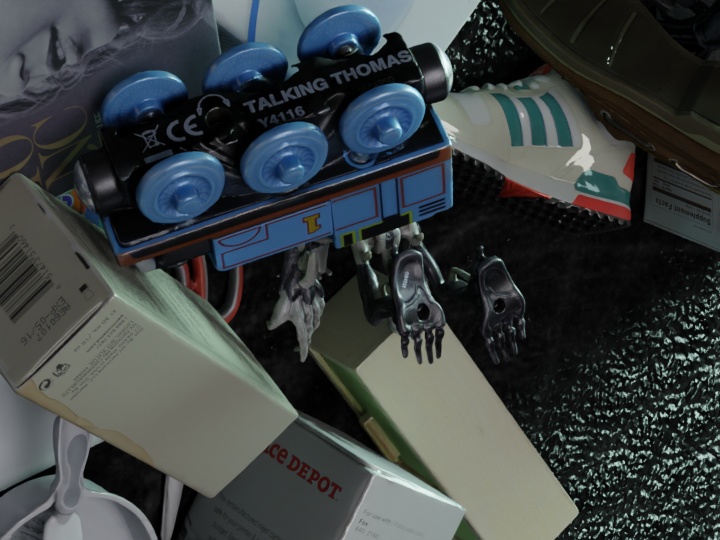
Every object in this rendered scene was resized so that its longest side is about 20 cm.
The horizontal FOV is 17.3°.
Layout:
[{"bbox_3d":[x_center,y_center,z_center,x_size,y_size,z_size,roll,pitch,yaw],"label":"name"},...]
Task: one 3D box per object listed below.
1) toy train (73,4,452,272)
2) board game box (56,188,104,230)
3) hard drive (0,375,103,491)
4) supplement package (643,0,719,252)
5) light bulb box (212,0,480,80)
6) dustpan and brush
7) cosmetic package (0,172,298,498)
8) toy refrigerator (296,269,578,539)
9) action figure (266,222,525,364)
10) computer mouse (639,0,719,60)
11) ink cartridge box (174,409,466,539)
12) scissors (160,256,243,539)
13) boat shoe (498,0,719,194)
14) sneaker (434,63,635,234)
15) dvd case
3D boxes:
[{"bbox_3d":[-0.046,-0.057,1.205,0.200,0.087,0.114,-20,144,-10],"label":"toy train"},{"bbox_3d":[-0.229,-0.035,1.216,0.200,0.045,0.152,-21,132,-23],"label":"board game box"},{"bbox_3d":[-0.221,0.065,1.316,0.200,0.027,0.132,-26,118,-23],"label":"hard drive"},{"bbox_3d":[0.285,-0.117,1.495,0.151,0.151,0.201,-9,109,-30],"label":"supplement package"},{"bbox_3d":[-0.029,-0.205,1.287,0.200,0.125,0.198,38,85,-33],"label":"light bulb box"},{"bbox_3d":[-0.170,0.142,1.329,0.139,0.057,0.200,-14,123,-29],"label":"dustpan and brush"},{"bbox_3d":[-0.127,0.038,1.241,0.073,0.104,0.200,-44,146,4],"label":"cosmetic package"},{"bbox_3d":[0.047,0.097,1.463,0.070,0.076,0.200,-44,124,-12],"label":"toy refrigerator"},{"bbox_3d":[0.000,0.000,1.329,0.119,0.200,0.102,-10,115,-29],"label":"action figure"},{"bbox_3d":[0.159,-0.203,1.400,0.053,0.138,0.200,-38,100,-21],"label":"computer mouse"},{"bbox_3d":[-0.047,0.192,1.391,0.086,0.146,0.200,27,90,-36],"label":"ink cartridge box"},{"bbox_3d":[-0.096,0.066,1.400,0.073,0.014,0.200,-16,112,-29],"label":"scissors"},{"bbox_3d":[0.161,-0.108,1.415,0.072,0.200,0.068,-47,168,-33],"label":"boat shoe"},{"bbox_3d":[0.089,-0.091,1.444,0.199,0.070,0.094,20,73,-31],"label":"sneaker"},{"bbox_3d":[-0.160,-0.091,1.167,0.200,0.016,0.149,-28,143,-17],"label":"dvd case"}]
